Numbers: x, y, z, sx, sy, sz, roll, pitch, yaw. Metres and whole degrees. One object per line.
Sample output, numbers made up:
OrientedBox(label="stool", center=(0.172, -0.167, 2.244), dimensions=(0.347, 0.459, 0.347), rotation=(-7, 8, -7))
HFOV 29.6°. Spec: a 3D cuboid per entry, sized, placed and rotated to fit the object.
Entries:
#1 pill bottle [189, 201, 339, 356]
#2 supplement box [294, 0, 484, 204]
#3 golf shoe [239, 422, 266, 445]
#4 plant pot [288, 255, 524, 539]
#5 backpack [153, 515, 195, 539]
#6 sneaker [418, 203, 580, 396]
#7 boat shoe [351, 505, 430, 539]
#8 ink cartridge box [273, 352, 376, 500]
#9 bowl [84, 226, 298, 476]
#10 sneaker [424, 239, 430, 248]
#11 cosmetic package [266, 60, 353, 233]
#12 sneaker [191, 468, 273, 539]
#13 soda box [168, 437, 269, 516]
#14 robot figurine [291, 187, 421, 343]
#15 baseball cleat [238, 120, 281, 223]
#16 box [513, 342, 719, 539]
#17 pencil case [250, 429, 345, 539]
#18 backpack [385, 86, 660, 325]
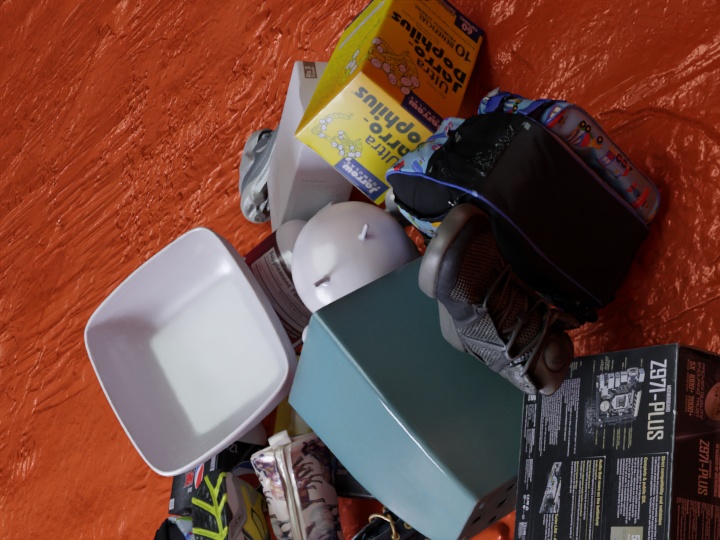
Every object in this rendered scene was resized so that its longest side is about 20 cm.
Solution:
OrientedBox(label="pill bottle", center=(-0.078, 0.021, 1.436), dimensions=(0.199, 0.113, 0.114), rotation=(-37, 45, 17))
OrientedBox(label="supplement box", center=(0.032, -0.183, 1.324), dimensions=(0.109, 0.108, 0.201), rotation=(-39, 21, 40))
OrientedBox(label="golf shoe", center=(-0.169, 0.126, 1.487), dimensions=(0.091, 0.200, 0.076), rotation=(-33, 17, 44))
OrientedBox(label="plant pot", center=(0.060, 0.119, 1.154), dimensions=(0.200, 0.140, 0.142), rotation=(50, 148, 24))
OrientedBox(label="backpack", center=(-0.158, 0.347, 1.428), dimensions=(0.200, 0.152, 0.165), rotation=(37, 122, 41))
OrientedBox(label="sneaker", center=(0.107, 0.024, 1.008), dimensions=(0.114, 0.200, 0.077), rotation=(30, 72, 25))
OrientedBox(label="boat shoe", center=(0.040, 0.229, 1.221), dimensions=(0.071, 0.090, 0.203), rotation=(11, 86, 56))
OrientedBox(label="ink cartridge box", center=(-0.017, 0.129, 1.389), dimensions=(0.197, 0.047, 0.203), rotation=(-10, 71, 55))
OrientedBox(label="bowl", center=(-0.161, 0.084, 1.365), dimensions=(0.199, 0.074, 0.201), rotation=(-38, 70, 16))
OrientedBox(label="sneaker", center=(0.078, -0.027, 1.281), dimensions=(0.072, 0.084, 0.203), rotation=(-11, 68, 50))
OrientedBox(label="cosmetic package", center=(-0.048, -0.117, 1.445), dimensions=(0.201, 0.073, 0.103), rotation=(113, 153, -54))
OrientedBox(label="sneaker", center=(-0.111, 0.286, 1.298), dimensions=(0.075, 0.076, 0.202), rotation=(-34, 47, 37))
OrientedBox(label="soda box", center=(-0.149, 0.229, 1.471), dimensions=(0.200, 0.070, 0.064), rotation=(146, 134, -65))
OrientedBox(label="robot figurine", center=(0.000, 0.000, 1.270), dimensions=(0.112, 0.200, 0.171), rotation=(28, 88, 12))
OrientedBox(label="baseball cleat", center=(-0.093, -0.152, 1.592), dimensions=(0.201, 0.069, 0.107), rotation=(-52, 40, 28))
OrientedBox(label="box", center=(0.200, 0.167, 1.021), dimensions=(0.163, 0.085, 0.203), rotation=(-16, 63, 53))
OrientedBox(label="pencil case", center=(-0.050, 0.254, 1.302), dimensions=(0.089, 0.077, 0.203), rotation=(76, 180, -81))
OrientedBox(label="backpack", center=(0.125, -0.062, 1.148), dimensions=(0.135, 0.182, 0.199), rotation=(-56, 27, -8))
